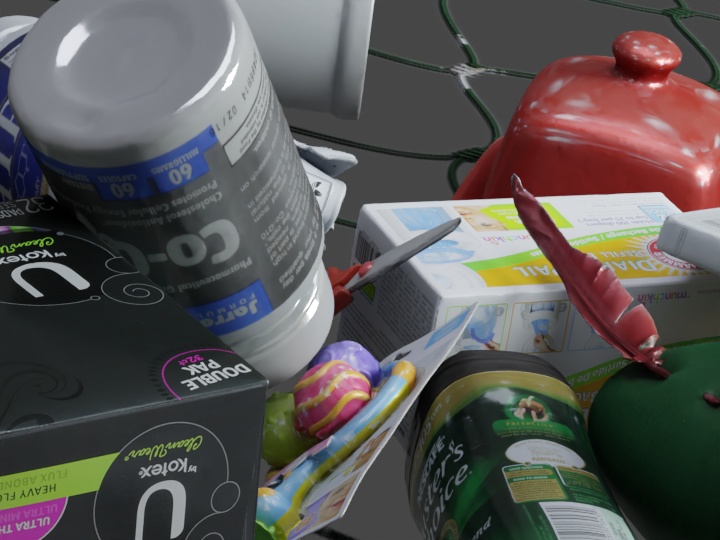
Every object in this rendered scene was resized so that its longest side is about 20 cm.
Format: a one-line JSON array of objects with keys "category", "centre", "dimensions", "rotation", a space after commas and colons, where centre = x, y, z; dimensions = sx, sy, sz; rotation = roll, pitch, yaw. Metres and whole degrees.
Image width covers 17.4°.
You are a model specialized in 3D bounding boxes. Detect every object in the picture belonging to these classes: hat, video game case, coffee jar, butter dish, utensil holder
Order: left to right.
[{"category": "utensil holder", "centre": [-0.089, -0.199, 1.635], "dimensions": [0.199, 0.171, 0.170], "rotation": [6, 26, 0]}, {"category": "coffee jar", "centre": [0.076, 0.123, 1.117], "dimensions": [0.085, 0.105, 0.200], "rotation": [5, 26, -11]}, {"category": "hat", "centre": [0.119, 0.073, 1.167], "dimensions": [0.175, 0.166, 0.200], "rotation": [15, 19, 15]}, {"category": "butter dish", "centre": [0.171, -0.082, 1.505], "dimensions": [0.199, 0.148, 0.200], "rotation": [15, 27, 12]}, {"category": "video game case", "centre": [0.272, 0.006, 1.270], "dimensions": [0.181, 0.023, 0.200], "rotation": [22, 12, 22]}]

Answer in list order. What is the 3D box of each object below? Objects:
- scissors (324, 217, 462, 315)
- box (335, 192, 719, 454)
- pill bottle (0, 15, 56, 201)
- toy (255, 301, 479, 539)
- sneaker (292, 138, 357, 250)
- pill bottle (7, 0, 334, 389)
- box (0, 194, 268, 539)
[{"category": "scissors", "centre": [0.000, 0.000, 1.268], "dimensions": [0.014, 0.200, 0.073], "rotation": [40, 42, -11]}, {"category": "box", "centre": [0.103, 0.027, 1.316], "dimensions": [0.199, 0.102, 0.113], "rotation": [-4, 29, -25]}, {"category": "pill bottle", "centre": [-0.150, -0.069, 1.266], "dimensions": [0.119, 0.120, 0.200], "rotation": [-7, 23, -30]}, {"category": "toy", "centre": [-0.023, 0.076, 1.148], "dimensions": [0.047, 0.115, 0.200], "rotation": [48, 35, -11]}, {"category": "sneaker", "centre": [-0.063, -0.071, 1.403], "dimensions": [0.114, 0.075, 0.200], "rotation": [19, -17, 3]}, {"category": "pill bottle", "centre": [-0.081, -0.035, 1.108], "dimensions": [0.113, 0.200, 0.114], "rotation": [-9, 50, 11]}, {"category": "box", "centre": [-0.152, 0.069, 0.981], "dimensions": [0.148, 0.125, 0.200], "rotation": [-11, 30, -32]}]
